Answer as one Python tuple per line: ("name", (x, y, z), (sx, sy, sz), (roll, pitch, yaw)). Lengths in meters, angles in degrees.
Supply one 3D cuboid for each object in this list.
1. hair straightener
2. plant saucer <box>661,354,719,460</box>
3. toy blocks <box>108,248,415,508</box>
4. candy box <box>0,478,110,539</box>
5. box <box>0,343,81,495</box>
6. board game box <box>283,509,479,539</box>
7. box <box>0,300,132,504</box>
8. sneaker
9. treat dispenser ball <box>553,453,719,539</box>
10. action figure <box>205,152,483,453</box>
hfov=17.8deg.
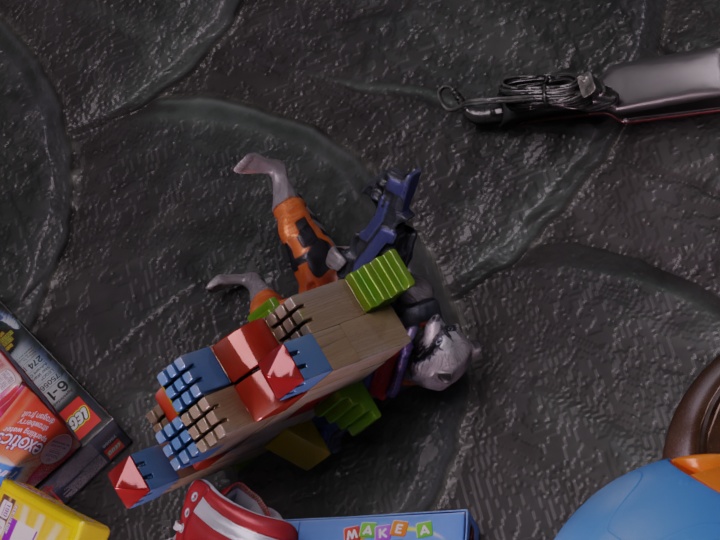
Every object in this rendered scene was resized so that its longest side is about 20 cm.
("hair straightener", (0.144, -0.122, 1.482), (0.200, 0.077, 0.041), (-1, 77, 16))
("plant saucer", (0.272, 0.109, 1.341), (0.200, 0.032, 0.200), (-8, 60, 15))
("toy blocks", (-0.069, 0.071, 1.353), (0.200, 0.137, 0.100), (-39, 77, 38))
("candy box", (-0.218, 0.233, 1.380), (0.102, 0.026, 0.200), (17, 85, 49))
("box", (-0.281, 0.060, 1.461), (0.095, 0.100, 0.200), (-41, 58, -7))
("board game box", (-0.010, 0.242, 1.354), (0.151, 0.037, 0.200), (-5, 61, 17))
("box", (-0.267, 0.131, 1.499), (0.200, 0.040, 0.137), (-44, 59, -9))
("sneaker", (-0.116, 0.180, 1.378), (0.200, 0.071, 0.113), (1, 71, 39))
("treat dispenser ball", (0.188, 0.197, 1.217), (0.201, 0.201, 0.201), (-8, 60, 14))
("action figure", (0.000, 0.000, 1.438), (0.193, 0.105, 0.200), (39, 122, 24))
